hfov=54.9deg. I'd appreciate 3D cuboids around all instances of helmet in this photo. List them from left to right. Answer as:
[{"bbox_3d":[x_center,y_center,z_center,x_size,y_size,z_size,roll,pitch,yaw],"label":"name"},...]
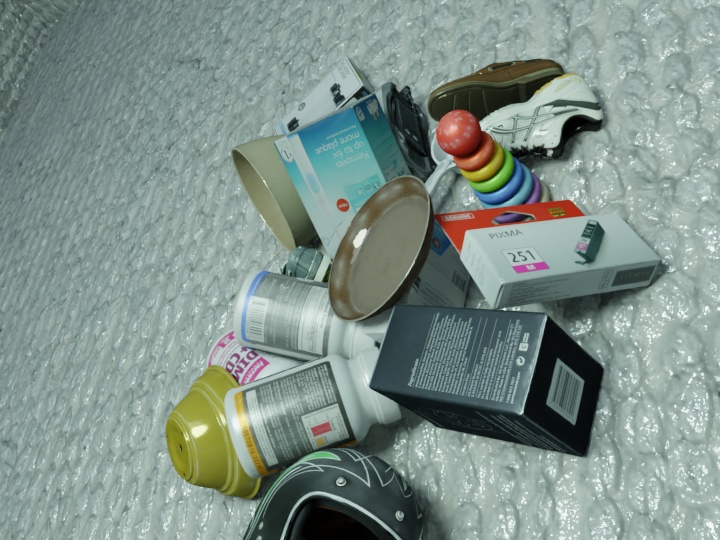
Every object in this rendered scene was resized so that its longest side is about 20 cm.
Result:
[{"bbox_3d":[-0.026,0.295,0.774,0.191,0.200,0.200,-47,39,-14],"label":"helmet"}]

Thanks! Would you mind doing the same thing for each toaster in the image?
[{"bbox_3d":[0.033,-0.204,1.108,0.129,0.113,0.201,-30,48,28],"label":"toaster"}]

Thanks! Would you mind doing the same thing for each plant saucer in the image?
[{"bbox_3d":[0.029,-0.023,0.871,0.200,0.032,0.201,-40,34,35],"label":"plant saucer"}]

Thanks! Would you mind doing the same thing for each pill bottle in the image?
[{"bbox_3d":[-0.135,0.166,1.019,0.200,0.113,0.114,24,81,48],"label":"pill bottle"},{"bbox_3d":[-0.058,0.171,0.859,0.199,0.117,0.117,-18,46,-3],"label":"pill bottle"},{"bbox_3d":[-0.064,0.071,0.962,0.199,0.114,0.114,11,68,13],"label":"pill bottle"}]

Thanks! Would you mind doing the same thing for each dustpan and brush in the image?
[{"bbox_3d":[0.143,-0.170,1.020,0.139,0.057,0.201,19,78,48],"label":"dustpan and brush"}]

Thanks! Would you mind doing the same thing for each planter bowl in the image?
[{"bbox_3d":[-0.225,0.244,0.997,0.200,0.083,0.201,22,118,50],"label":"planter bowl"}]

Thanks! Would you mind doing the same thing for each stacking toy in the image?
[{"bbox_3d":[0.158,-0.128,0.871,0.085,0.200,0.086,-24,50,31],"label":"stacking toy"}]

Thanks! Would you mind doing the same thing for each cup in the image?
[{"bbox_3d":[-0.105,-0.149,1.167,0.143,0.201,0.200,-32,39,-14],"label":"cup"}]

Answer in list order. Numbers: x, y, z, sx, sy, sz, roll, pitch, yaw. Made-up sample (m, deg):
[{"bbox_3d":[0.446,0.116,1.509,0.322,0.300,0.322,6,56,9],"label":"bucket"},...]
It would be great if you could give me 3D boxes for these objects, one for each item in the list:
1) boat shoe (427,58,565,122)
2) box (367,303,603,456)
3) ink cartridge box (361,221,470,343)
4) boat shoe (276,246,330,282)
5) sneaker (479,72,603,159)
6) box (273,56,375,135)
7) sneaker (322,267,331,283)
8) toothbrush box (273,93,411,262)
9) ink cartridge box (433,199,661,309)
[{"bbox_3d":[0.191,-0.256,0.991,0.199,0.072,0.068,-8,45,0],"label":"boat shoe"},{"bbox_3d":[0.138,0.118,0.767,0.199,0.148,0.108,1,64,43],"label":"box"},{"bbox_3d":[0.073,0.048,0.899,0.068,0.116,0.201,-5,60,43],"label":"ink cartridge box"},{"bbox_3d":[-0.096,-0.004,1.077,0.200,0.062,0.073,163,129,-75],"label":"boat shoe"},{"bbox_3d":[0.225,-0.178,0.920,0.199,0.076,0.088,-32,67,11],"label":"sneaker"},{"bbox_3d":[-0.065,-0.290,1.297,0.200,0.060,0.117,-39,43,17],"label":"box"},{"bbox_3d":[0.000,0.000,1.033,0.199,0.075,0.077,-29,48,25],"label":"sneaker"},{"bbox_3d":[-0.011,-0.131,1.009,0.146,0.201,0.085,-15,19,33],"label":"toothbrush box"},{"bbox_3d":[0.207,-0.039,0.793,0.174,0.199,0.044,-115,24,-45],"label":"ink cartridge box"}]
